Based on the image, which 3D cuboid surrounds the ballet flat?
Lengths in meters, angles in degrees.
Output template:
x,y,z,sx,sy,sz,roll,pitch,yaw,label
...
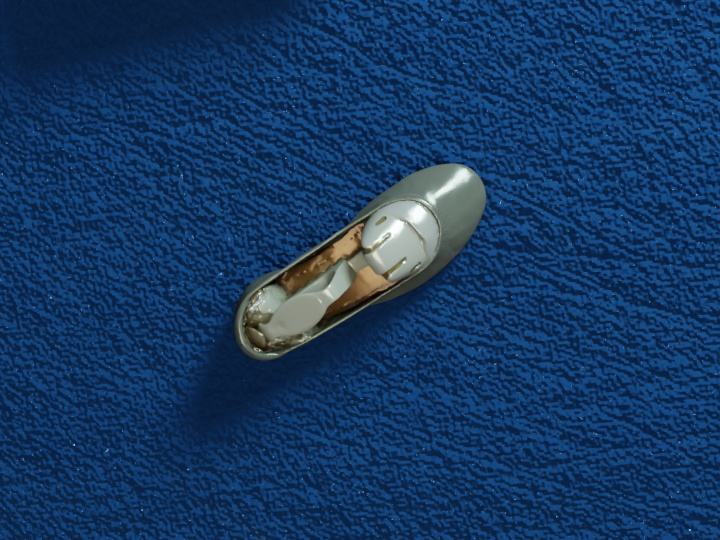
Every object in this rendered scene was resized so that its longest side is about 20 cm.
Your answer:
x,y,z,sx,sy,sz,roll,pitch,yaw,label
0.000,0.000,1.520,0.199,0.064,0.068,-33,99,12,ballet flat
